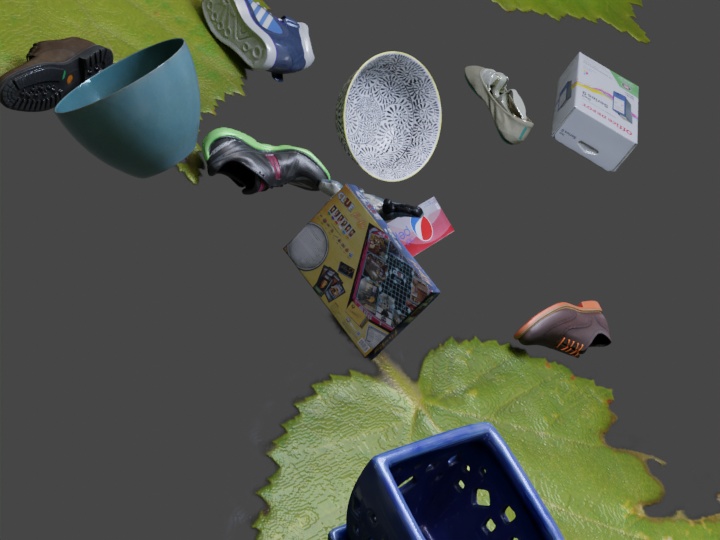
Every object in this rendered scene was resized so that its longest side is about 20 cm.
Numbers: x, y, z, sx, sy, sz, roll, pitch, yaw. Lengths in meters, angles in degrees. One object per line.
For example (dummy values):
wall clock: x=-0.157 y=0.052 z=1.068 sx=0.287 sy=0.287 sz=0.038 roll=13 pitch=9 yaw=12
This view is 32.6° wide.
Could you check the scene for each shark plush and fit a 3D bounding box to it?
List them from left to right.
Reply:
shark plush: x=0.012 y=-0.096 z=1.766 sx=0.083 sy=0.199 sz=0.092 roll=3 pitch=78 yaw=-44

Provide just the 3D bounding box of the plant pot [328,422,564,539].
plant pot: x=0.090 y=0.319 z=1.401 sx=0.198 sy=0.180 sz=0.201 roll=-9 pitch=56 yaw=-40

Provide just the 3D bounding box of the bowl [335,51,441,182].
bowl: x=0.025 y=-0.244 z=1.955 sx=0.199 sy=0.204 sz=0.094 roll=-6 pitch=10 yaw=-38

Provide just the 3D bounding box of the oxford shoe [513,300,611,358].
oxford shoe: x=0.315 y=0.095 z=1.875 sx=0.198 sy=0.071 sz=0.073 roll=-8 pitch=61 yaw=-40

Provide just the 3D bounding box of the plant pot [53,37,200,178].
plant pot: x=-0.295 y=-0.207 z=1.673 sx=0.136 sy=0.198 sz=0.201 roll=62 pitch=33 yaw=-23

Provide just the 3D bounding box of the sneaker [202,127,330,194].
sneaker: x=-0.140 y=-0.143 z=1.798 sx=0.197 sy=0.077 sz=0.085 roll=12 pitch=62 yaw=-21

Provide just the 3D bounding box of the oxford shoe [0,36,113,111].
oxford shoe: x=-0.442 y=-0.276 z=1.717 sx=0.084 sy=0.073 sz=0.200 roll=30 pitch=35 yaw=18

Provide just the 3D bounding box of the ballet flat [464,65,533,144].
ballet flat: x=0.255 y=-0.317 z=2.234 sx=0.069 sy=0.070 sz=0.201 roll=-3 pitch=53 yaw=-36

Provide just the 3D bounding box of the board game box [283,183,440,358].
board game box: x=0.000 y=0.000 z=1.694 sx=0.201 sy=0.135 sz=0.035 roll=52 pitch=18 yaw=19

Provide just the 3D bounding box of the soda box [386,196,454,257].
soda box: x=0.052 y=-0.039 z=1.810 sx=0.199 sy=0.070 sz=0.064 roll=-32 pitch=90 yaw=-47

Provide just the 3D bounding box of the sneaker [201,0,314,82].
sneaker: x=-0.159 y=-0.399 z=2.024 sx=0.146 sy=0.081 sz=0.201 roll=-10 pitch=53 yaw=-50

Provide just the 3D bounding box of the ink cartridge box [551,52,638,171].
ink cartridge box: x=0.448 y=-0.302 z=2.338 sx=0.144 sy=0.088 sz=0.201 roll=28 pitch=42 yaw=-10
